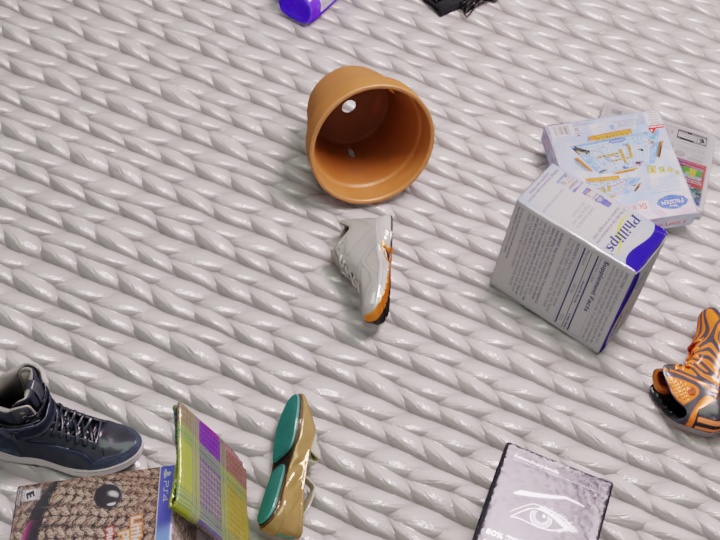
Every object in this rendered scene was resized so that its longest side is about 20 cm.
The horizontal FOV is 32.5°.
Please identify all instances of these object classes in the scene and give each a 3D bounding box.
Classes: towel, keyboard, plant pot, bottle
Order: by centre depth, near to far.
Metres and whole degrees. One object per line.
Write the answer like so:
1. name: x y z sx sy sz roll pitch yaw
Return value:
1. towel: -0.179 0.261 1.480 0.023 0.200 0.145 -15 54 13
2. plant pot: -0.001 -0.225 1.900 0.198 0.202 0.140 -9 37 -15
3. bottle: -0.062 -0.518 2.194 0.083 0.066 0.200 29 53 16
4. keyboard: 0.207 -0.525 2.259 0.199 0.040 0.104 -30 60 -27

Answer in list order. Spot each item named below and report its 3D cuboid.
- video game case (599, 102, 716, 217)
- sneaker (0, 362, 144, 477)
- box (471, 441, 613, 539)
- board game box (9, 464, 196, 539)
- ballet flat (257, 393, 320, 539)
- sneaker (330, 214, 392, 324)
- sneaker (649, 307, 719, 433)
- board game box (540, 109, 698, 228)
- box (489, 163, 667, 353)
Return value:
1. video game case: 0.479 -0.185 2.037 0.198 0.023 0.183 19 51 5
2. sneaker: -0.370 0.186 1.534 0.200 0.147 0.078 5 49 -6
3. box: 0.212 0.338 1.524 0.147 0.105 0.201 21 51 9
4. board game box: -0.297 0.329 1.426 0.197 0.097 0.161 -9 51 7
5. ballet flat: -0.085 0.254 1.586 0.063 0.069 0.202 29 50 -21
6. sneaker: 0.000 0.000 1.794 0.091 0.076 0.201 1 43 2
7. sneaker: 0.469 0.131 1.746 0.111 0.078 0.202 9 51 -3
8. board game box: 0.408 -0.152 1.959 0.197 0.041 0.201 -8 62 -9
9. box: 0.309 -0.017 1.773 0.199 0.185 0.105 34 53 18
